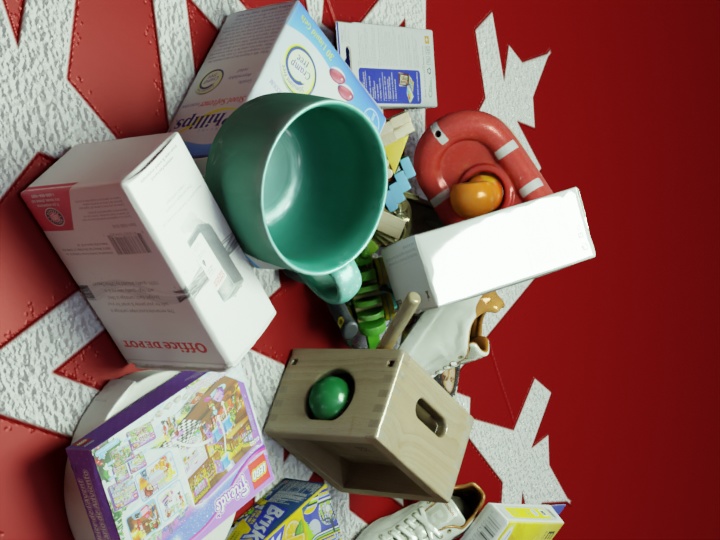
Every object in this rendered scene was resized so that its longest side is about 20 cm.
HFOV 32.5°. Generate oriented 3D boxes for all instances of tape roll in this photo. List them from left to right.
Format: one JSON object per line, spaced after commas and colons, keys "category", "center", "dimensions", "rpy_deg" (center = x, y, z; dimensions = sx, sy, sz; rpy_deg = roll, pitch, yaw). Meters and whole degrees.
{"category": "tape roll", "center": [-0.191, 0.194, 1.166], "dimensions": [0.201, 0.037, 0.207], "rpy_deg": [2, 88, -53]}

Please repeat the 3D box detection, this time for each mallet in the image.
{"category": "mallet", "center": [-0.041, 0.022, 1.265], "dimensions": [0.041, 0.066, 0.201], "rpy_deg": [20, 26, -25]}

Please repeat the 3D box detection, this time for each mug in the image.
{"category": "mug", "center": [-0.068, -0.067, 1.119], "dimensions": [0.150, 0.113, 0.189], "rpy_deg": [0, 101, -43]}

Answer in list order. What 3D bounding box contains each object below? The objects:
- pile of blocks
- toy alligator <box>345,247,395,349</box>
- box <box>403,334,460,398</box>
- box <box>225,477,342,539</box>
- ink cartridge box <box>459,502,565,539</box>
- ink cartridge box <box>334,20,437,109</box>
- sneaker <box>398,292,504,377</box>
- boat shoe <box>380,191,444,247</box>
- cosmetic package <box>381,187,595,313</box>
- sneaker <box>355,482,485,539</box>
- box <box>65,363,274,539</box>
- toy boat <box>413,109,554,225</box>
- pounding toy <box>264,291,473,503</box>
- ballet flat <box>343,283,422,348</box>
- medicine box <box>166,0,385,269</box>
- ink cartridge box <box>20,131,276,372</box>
{"category": "pile of blocks", "center": [0.014, -0.081, 1.383], "dimensions": [0.081, 0.062, 0.202], "rpy_deg": [25, 94, -12]}
{"category": "toy alligator", "center": [0.000, 0.000, 1.333], "dimensions": [0.058, 0.054, 0.204], "rpy_deg": [-12, 100, -7]}
{"category": "box", "center": [0.077, 0.164, 1.507], "dimensions": [0.075, 0.049, 0.204], "rpy_deg": [26, 69, -49]}
{"category": "box", "center": [-0.105, 0.293, 1.251], "dimensions": [0.199, 0.064, 0.071], "rpy_deg": [-35, 115, -47]}
{"category": "ink cartridge box", "center": [0.166, 0.375, 1.534], "dimensions": [0.199, 0.047, 0.199], "rpy_deg": [16, 112, -49]}
{"category": "ink cartridge box", "center": [0.024, -0.241, 1.467], "dimensions": [0.199, 0.037, 0.097], "rpy_deg": [-10, 97, -55]}
{"category": "sneaker", "center": [0.092, 0.096, 1.416], "dimensions": [0.201, 0.084, 0.073], "rpy_deg": [-58, 167, 24]}
{"category": "boat shoe", "center": [0.060, -0.060, 1.483], "dimensions": [0.199, 0.062, 0.075], "rpy_deg": [13, 78, -52]}
{"category": "cosmetic package", "center": [0.134, -0.018, 1.315], "dimensions": [0.197, 0.113, 0.083], "rpy_deg": [-15, 88, -22]}
{"category": "sneaker", "center": [0.066, 0.296, 1.432], "dimensions": [0.198, 0.085, 0.073], "rpy_deg": [-25, 68, -39]}
{"category": "box", "center": [-0.168, 0.178, 1.133], "dimensions": [0.199, 0.039, 0.139], "rpy_deg": [-33, 113, -49]}
{"category": "toy boat", "center": [0.139, -0.090, 1.432], "dimensions": [0.202, 0.130, 0.130], "rpy_deg": [56, 20, 7]}
{"category": "pounding toy", "center": [0.016, 0.137, 1.319], "dimensions": [0.200, 0.182, 0.144], "rpy_deg": [45, 54, -41]}
{"category": "ballet flat", "center": [0.040, 0.048, 1.464], "dimensions": [0.199, 0.071, 0.073], "rpy_deg": [-23, 106, -50]}
{"category": "medicine box", "center": [-0.086, -0.135, 1.263], "dimensions": [0.182, 0.102, 0.202], "rpy_deg": [48, 52, -39]}
{"category": "ink cartridge box", "center": [-0.184, -0.012, 1.094], "dimensions": [0.085, 0.144, 0.202], "rpy_deg": [-50, 126, -39]}
